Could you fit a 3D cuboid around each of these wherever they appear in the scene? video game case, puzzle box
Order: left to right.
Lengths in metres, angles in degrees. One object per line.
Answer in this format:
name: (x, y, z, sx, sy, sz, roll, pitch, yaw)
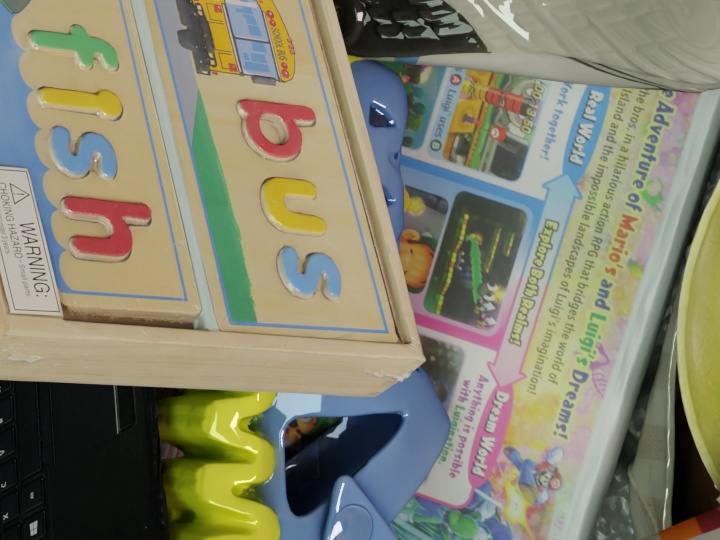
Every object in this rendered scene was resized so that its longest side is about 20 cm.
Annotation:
puzzle box: (-0.061, -0.063, 0.686, 0.025, 0.133, 0.200, -37, 59, 42)
video game case: (0.000, 0.000, 0.803, 0.182, 0.024, 0.200, 19, 98, 11)

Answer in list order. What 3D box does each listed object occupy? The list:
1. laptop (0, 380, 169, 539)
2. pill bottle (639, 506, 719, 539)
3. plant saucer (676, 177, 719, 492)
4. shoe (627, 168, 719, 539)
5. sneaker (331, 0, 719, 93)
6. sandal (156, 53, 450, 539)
laptop: (-0.161, 0.032, 0.794, 0.200, 0.103, 0.177, -29, 58, 40)
pill bottle: (0.177, 0.087, 0.691, 0.200, 0.110, 0.110, -21, 99, 4)
plant saucer: (0.182, 0.004, 0.730, 0.200, 0.031, 0.200, -3, 115, -6)
shoe: (0.126, 0.012, 0.770, 0.070, 0.053, 0.200, 20, 111, 11)
sneaker: (0.046, -0.089, 0.741, 0.200, 0.072, 0.072, 15, 103, 31)
sandal: (-0.013, 0.037, 0.768, 0.087, 0.079, 0.200, 11, 89, -26)
